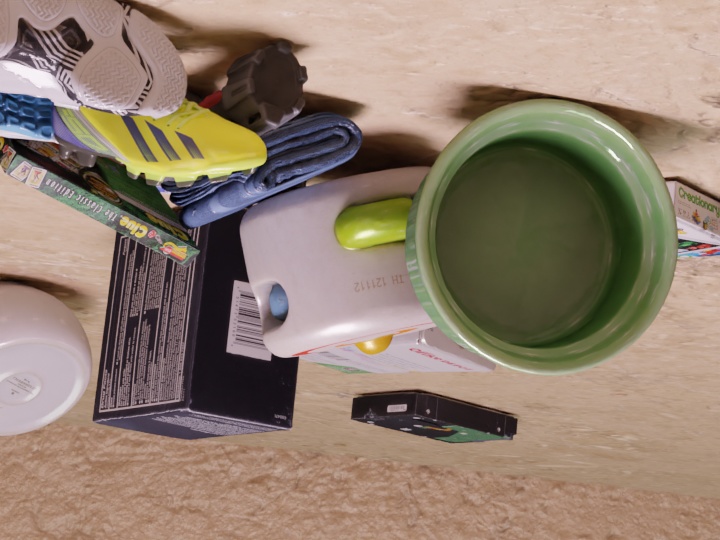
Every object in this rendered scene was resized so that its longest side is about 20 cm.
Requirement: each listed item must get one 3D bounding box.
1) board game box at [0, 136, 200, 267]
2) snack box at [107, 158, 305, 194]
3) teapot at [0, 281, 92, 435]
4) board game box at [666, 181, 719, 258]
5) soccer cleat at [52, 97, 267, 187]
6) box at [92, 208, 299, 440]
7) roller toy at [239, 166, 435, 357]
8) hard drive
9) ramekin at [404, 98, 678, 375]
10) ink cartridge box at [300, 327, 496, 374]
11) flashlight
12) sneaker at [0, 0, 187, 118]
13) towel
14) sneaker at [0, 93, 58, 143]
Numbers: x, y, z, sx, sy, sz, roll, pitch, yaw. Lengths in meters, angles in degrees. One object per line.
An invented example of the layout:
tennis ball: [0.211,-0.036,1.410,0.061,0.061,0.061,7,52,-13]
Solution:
board game box: [-0.222,-0.074,1.695,0.200,0.024,0.105,30,-166,-42]
snack box: [-0.146,-0.083,1.811,0.198,0.024,0.072,7,167,-1]
teapot: [-0.407,0.084,2.432,0.196,0.147,0.201,-11,138,-16]
board game box: [0.217,-0.038,1.806,0.199,0.035,0.126,-4,165,39]
soccer cleat: [-0.148,-0.109,1.496,0.199,0.084,0.064,14,-164,39]
box: [-0.152,0.052,2.017,0.123,0.202,0.198,14,167,-32]
roller toy: [0.000,0.000,1.745,0.181,0.141,0.200,-14,176,26]
hard drive: [0.104,0.207,2.952,0.199,0.038,0.139,17,164,-38]
ramekin: [0.127,-0.022,1.570,0.199,0.202,0.098,9,175,-11]
ink cartridge box: [0.027,0.054,2.197,0.199,0.088,0.145,-1,166,38]
flashlight: [-0.105,-0.119,1.551,0.068,0.068,0.200,-35,-173,-33]
sneaker: [-0.224,-0.150,1.449,0.199,0.076,0.115,18,165,-26]
towel: [-0.079,-0.082,1.668,0.111,0.049,0.200,-22,-179,-24]
sneaker: [-0.281,-0.130,1.569,0.199,0.076,0.086,17,169,-40]
